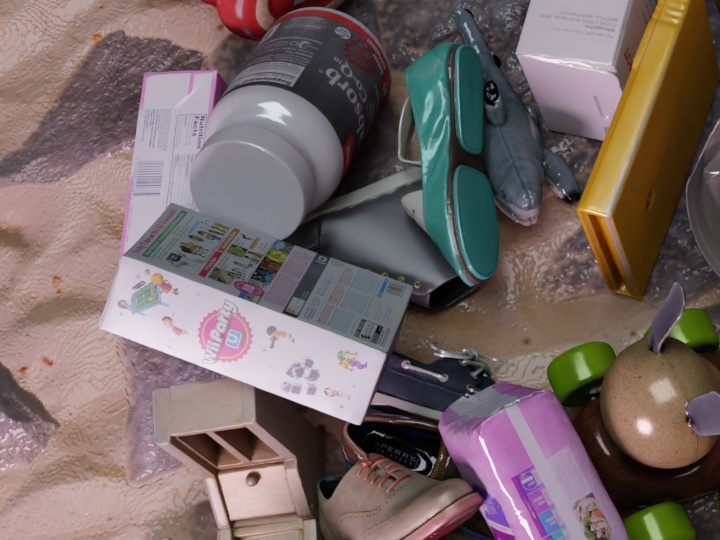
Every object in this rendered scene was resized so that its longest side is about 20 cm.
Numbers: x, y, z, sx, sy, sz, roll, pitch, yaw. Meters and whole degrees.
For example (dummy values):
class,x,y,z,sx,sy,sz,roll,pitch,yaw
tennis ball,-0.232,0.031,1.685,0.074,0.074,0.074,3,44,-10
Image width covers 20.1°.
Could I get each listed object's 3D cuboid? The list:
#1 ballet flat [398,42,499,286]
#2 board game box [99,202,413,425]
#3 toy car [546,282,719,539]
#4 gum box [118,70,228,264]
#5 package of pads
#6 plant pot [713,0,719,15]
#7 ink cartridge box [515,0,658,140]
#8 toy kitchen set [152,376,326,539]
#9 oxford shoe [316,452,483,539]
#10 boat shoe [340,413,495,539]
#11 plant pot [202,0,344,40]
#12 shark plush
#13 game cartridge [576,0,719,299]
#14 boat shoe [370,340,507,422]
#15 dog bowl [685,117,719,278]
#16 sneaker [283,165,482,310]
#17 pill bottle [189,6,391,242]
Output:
class,x,y,z,sx,sy,sz,roll,pitch,yaw
ballet flat,0.065,-0.077,1.579,0.070,0.067,0.201,-15,70,34
board game box,-0.072,0.028,1.483,0.199,0.148,0.064,21,109,3
toy car,0.229,0.090,1.433,0.157,0.200,0.165,-18,66,-10
gum box,-0.138,-0.058,1.654,0.066,0.114,0.201,0,70,15
package of pads,0.135,0.177,1.439,0.075,0.120,0.201,-28,96,-8
plant pot,0.373,-0.242,1.544,0.200,0.200,0.177,36,89,25
ink cartridge box,0.198,-0.220,1.605,0.084,0.145,0.201,11,72,21
toy kitchen set,-0.122,0.207,1.512,0.162,0.180,0.201,-9,68,13
oxford shoe,0.018,0.169,1.478,0.070,0.200,0.075,-23,87,-33
boat shoe,0.073,0.157,1.534,0.199,0.072,0.073,13,74,20
plant pot,-0.091,-0.305,1.693,0.200,0.200,0.183,-40,68,-2
shark plush,0.120,-0.125,1.624,0.090,0.083,0.201,-8,68,13
game cartridge,0.220,-0.099,1.535,0.032,0.176,0.201,15,74,20
boat shoe,0.065,0.088,1.566,0.199,0.075,0.062,11,84,29
dog bowl,0.342,-0.061,1.492,0.199,0.201,0.059,6,28,18
sneaker,0.000,0.000,1.615,0.199,0.075,0.106,-27,65,3
pill bottle,-0.056,-0.114,1.606,0.115,0.116,0.200,6,37,18
